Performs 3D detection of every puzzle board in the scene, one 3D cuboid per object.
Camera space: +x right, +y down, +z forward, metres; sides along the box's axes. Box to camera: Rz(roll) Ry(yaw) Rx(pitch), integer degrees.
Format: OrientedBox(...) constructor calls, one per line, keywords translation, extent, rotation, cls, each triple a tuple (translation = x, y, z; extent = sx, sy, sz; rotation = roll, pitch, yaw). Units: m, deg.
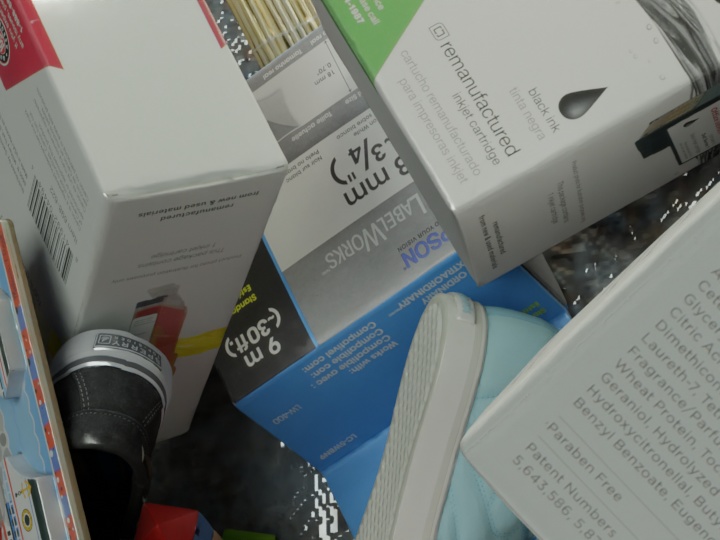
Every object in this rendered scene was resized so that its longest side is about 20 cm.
OrientedBox(translation=(-0.158, 0.097, 0.944), extent=(0.151, 0.017, 0.200), rotation=(-32, 70, 53), cls="puzzle board")

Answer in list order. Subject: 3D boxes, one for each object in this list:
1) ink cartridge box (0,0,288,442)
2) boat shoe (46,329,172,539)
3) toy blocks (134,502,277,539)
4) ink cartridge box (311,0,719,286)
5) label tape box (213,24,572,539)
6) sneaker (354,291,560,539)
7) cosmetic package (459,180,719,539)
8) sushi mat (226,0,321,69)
OrientedBox(translation=(-0.116, -0.030, 0.988), extent=(0.145, 0.083, 0.200), rotation=(62, 149, 28), cls="ink cartridge box")
OrientedBox(translation=(-0.125, 0.108, 0.972), extent=(0.200, 0.070, 0.066), rotation=(122, 161, -46), cls="boat shoe")
OrientedBox(translation=(-0.071, 0.189, 0.954), extent=(0.100, 0.137, 0.200), rotation=(7, 69, 14), cls="toy blocks")
OrientedBox(translation=(0.097, -0.110, 0.949), extent=(0.200, 0.084, 0.146), rotation=(-30, 66, -3), cls="ink cartridge box")
OrientedBox(translation=(0.000, 0.000, 1.023), extent=(0.144, 0.063, 0.200), rotation=(-35, 65, 18), cls="label tape box")
OrientedBox(translation=(0.046, 0.112, 0.971), extent=(0.082, 0.074, 0.200), rotation=(12, 108, -11), cls="sneaker")
OrientedBox(translation=(0.174, 0.033, 0.768), extent=(0.165, 0.165, 0.200), rotation=(47, 114, 4), cls="cosmetic package")
OrientedBox(translation=(-0.051, -0.197, 1.084), extent=(0.096, 0.012, 0.200), rotation=(-29, 87, 18), cls="sushi mat")
